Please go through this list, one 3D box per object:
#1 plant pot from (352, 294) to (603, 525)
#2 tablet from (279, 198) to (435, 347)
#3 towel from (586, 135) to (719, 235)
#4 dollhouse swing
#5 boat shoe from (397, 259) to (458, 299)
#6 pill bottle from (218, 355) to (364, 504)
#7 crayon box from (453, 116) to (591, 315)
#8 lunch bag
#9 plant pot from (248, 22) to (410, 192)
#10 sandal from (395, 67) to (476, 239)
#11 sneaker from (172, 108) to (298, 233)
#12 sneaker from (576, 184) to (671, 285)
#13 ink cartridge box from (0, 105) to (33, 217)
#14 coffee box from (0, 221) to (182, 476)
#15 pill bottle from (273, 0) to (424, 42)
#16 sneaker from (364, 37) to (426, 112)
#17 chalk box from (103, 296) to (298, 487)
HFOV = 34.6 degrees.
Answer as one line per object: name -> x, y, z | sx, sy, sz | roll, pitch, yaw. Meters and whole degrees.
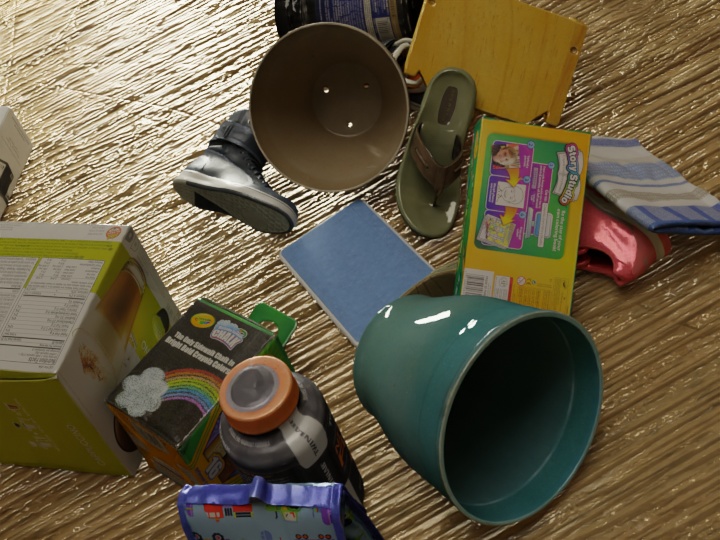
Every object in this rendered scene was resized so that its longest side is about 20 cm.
plant pot -> 0.097, 0.110, 1.106 | 0.200, 0.201, 0.187 | -41, 34, -18
tablet -> 0.000, 0.000, 1.352 | 0.129, 0.014, 0.200 | -34, 46, -11
towel -> 0.306, -0.097, 1.261 | 0.145, 0.024, 0.200 | 0, 32, -31
dollhouse swing -> 0.162, -0.276, 1.471 | 0.197, 0.176, 0.184 | 18, 87, -3
boat shoe -> 0.116, 0.020, 1.265 | 0.199, 0.063, 0.074 | -34, 91, -6
pill bottle -> -0.069, 0.168, 1.097 | 0.105, 0.201, 0.107 | -10, 47, 11
crayon box -> 0.168, -0.051, 1.209 | 0.117, 0.058, 0.203 | 8, 87, -3
lunch bag -> -0.067, 0.247, 1.026 | 0.148, 0.201, 0.095 | -2, 49, 18
plant pot -> -0.027, -0.208, 1.448 | 0.197, 0.203, 0.134 | -8, 11, 13
sandal -> 0.088, -0.139, 1.350 | 0.079, 0.057, 0.204 | 10, 91, -2
sneaker -> -0.129, -0.132, 1.472 | 0.201, 0.077, 0.147 | 21, 62, 35
sneaker -> 0.237, -0.050, 1.268 | 0.199, 0.074, 0.087 | 31, 66, 37
ink cartridge box -> -0.566, -0.127, 1.621 | 0.143, 0.084, 0.202 | -3, 49, 17
coffee box -> -0.333, 0.085, 1.267 | 0.197, 0.201, 0.199 | 2, 51, 21
pill bottle -> -0.014, -0.362, 1.611 | 0.197, 0.113, 0.113 | -2, 49, 18
sneaker -> 0.036, -0.270, 1.536 | 0.198, 0.080, 0.079 | 18, 58, 34
chalk box -> -0.144, 0.123, 1.220 | 0.124, 0.125, 0.200 | 23, 60, 36
